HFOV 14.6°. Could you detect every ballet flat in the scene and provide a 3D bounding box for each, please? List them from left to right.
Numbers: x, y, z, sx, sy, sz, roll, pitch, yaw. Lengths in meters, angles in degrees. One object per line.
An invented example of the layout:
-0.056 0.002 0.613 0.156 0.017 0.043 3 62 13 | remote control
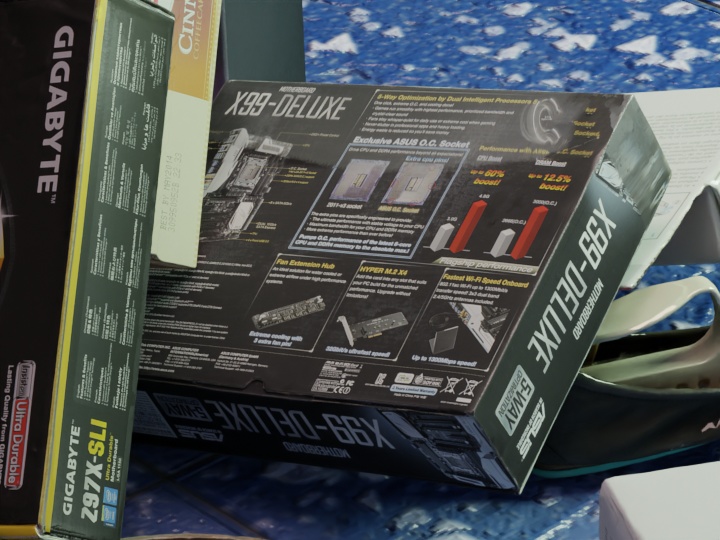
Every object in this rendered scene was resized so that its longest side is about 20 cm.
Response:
0.152 0.034 1.090 0.200 0.069 0.068 -9 28 -14 | ballet flat

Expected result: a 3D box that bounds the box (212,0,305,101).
-0.136 -0.128 1.276 0.198 0.200 0.123 5 28 13 | box

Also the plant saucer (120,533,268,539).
-0.065 0.153 0.924 0.200 0.032 0.200 -2 29 1 | plant saucer

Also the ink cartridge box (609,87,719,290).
0.063 -0.018 1.177 0.200 0.044 0.174 -2 30 31 | ink cartridge box

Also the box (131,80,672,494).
0.000 0.000 1.086 0.200 0.050 0.158 4 52 35 | box

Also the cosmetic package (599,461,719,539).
0.192 0.148 0.818 0.199 0.123 0.200 -7 27 -10 | cosmetic package

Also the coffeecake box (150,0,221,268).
-0.156 -0.082 1.122 0.200 0.154 0.073 2 -6 36 | coffeecake box

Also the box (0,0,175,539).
-0.152 0.002 1.022 0.160 0.200 0.049 -3 -14 35 | box
